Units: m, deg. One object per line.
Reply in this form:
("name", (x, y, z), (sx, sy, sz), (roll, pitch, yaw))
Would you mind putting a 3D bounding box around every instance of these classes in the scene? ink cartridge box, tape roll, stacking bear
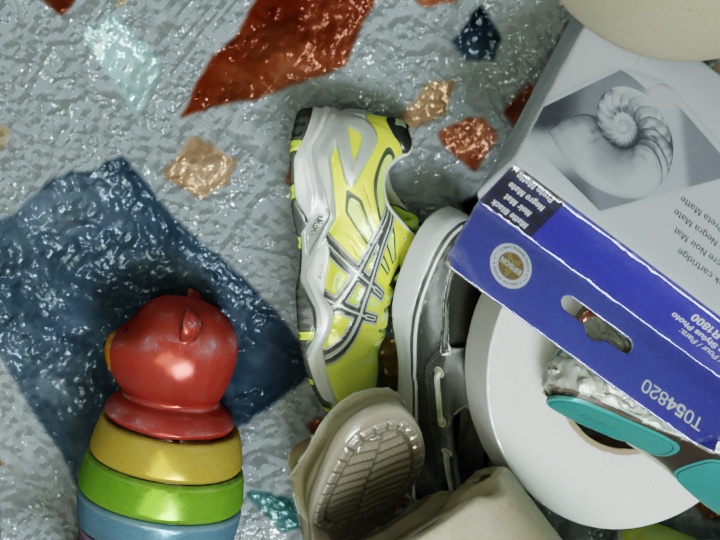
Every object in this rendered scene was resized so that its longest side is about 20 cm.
("ink cartridge box", (0.171, -0.031, 1.206), (0.199, 0.201, 0.041), (34, 151, -10))
("tape roll", (0.159, 0.054, 1.267), (0.201, 0.037, 0.205), (-4, 100, -20))
("stacking bear", (-0.126, 0.113, 1.314), (0.113, 0.122, 0.202), (10, 103, 2))

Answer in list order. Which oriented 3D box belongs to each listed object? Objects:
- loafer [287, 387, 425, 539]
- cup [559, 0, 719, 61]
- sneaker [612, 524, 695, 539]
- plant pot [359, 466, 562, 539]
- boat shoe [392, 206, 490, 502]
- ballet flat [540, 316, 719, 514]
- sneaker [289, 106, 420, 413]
("loafer", (-0.012, 0.123, 1.284), (0.075, 0.069, 0.201), (-16, 151, -19))
("cup", (0.195, -0.209, 1.130), (0.198, 0.143, 0.202), (-1, 100, -5))
("sneaker", (0.240, 0.199, 1.290), (0.199, 0.075, 0.077), (29, 125, 37))
("plant pot", (0.075, 0.224, 1.223), (0.199, 0.200, 0.184), (-31, 91, 13))
("boat shoe", (0.062, 0.059, 1.291), (0.063, 0.070, 0.202), (22, 123, 34))
("ballet flat", (0.196, 0.088, 1.233), (0.199, 0.072, 0.072), (32, 109, -22))
("sneaker", (0.000, 0.000, 1.279), (0.076, 0.076, 0.202), (-2, 111, 4))
